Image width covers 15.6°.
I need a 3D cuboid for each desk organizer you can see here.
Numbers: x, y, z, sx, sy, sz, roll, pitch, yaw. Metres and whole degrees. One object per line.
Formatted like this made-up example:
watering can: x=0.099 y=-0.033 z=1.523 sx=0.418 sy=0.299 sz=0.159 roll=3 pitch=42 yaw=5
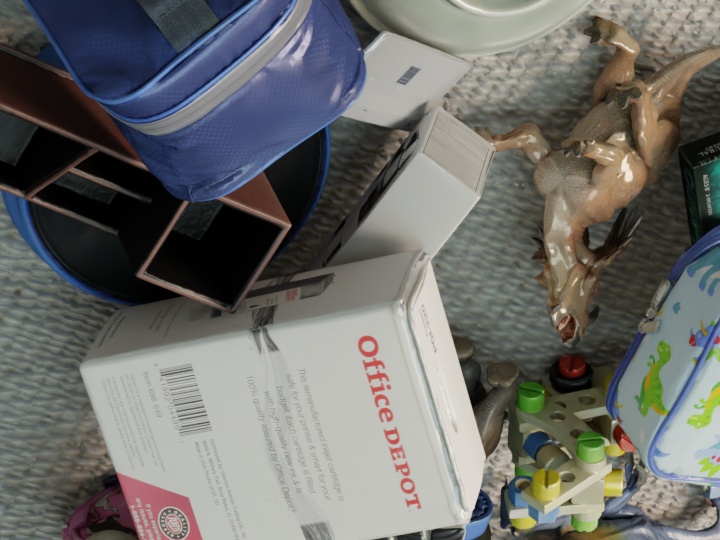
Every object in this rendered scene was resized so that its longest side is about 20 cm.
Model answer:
desk organizer: x=-0.142 y=-0.052 z=1.454 sx=0.199 sy=0.077 sz=0.072 roll=22 pitch=112 yaw=-31

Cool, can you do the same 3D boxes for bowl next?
bowl: x=-0.111 y=-0.067 z=1.530 sx=0.200 sy=0.039 sz=0.201 roll=-10 pitch=125 yaw=-15

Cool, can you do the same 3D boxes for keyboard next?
keyboard: x=0.021 y=-0.106 z=1.492 sx=0.056 sy=0.011 sz=0.200 roll=-50 pitch=168 yaw=10

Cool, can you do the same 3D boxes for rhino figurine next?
rhino figurine: x=0.002 y=0.103 z=1.676 sx=0.199 sy=0.060 sz=0.088 roll=-11 pitch=135 yaw=-10

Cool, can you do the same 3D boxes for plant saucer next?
plant saucer: x=0.080 y=-0.202 z=1.505 sx=0.199 sy=0.050 sz=0.201 roll=-10 pitch=126 yaw=-14

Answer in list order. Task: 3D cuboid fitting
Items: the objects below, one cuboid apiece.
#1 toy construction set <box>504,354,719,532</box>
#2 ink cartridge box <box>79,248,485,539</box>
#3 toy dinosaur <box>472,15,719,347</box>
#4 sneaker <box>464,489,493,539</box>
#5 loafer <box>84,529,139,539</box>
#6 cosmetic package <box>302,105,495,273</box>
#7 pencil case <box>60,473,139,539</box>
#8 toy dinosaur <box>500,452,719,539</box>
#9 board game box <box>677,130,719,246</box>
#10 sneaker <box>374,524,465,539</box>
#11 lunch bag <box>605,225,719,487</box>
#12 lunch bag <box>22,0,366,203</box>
toy construction set: x=0.178 y=0.111 z=1.704 sx=0.199 sy=0.131 sz=0.092 roll=1 pitch=123 yaw=-22
ink cartridge box: x=-0.041 y=0.082 z=1.523 sx=0.199 sy=0.085 sz=0.146 roll=-10 pitch=111 yaw=17
toy dinosaur: x=0.155 y=-0.066 z=1.611 sx=0.200 sy=0.086 sz=0.136 roll=-45 pitch=133 yaw=-2
sneaker: x=-0.007 y=0.195 z=1.729 sx=0.199 sy=0.070 sz=0.078 roll=-6 pitch=124 yaw=-16
loafer: x=-0.099 y=0.224 z=1.612 sx=0.200 sy=0.068 sz=0.076 roll=27 pitch=103 yaw=-40
cosmetic package: x=0.000 y=0.000 z=1.573 sx=0.051 sy=0.083 sz=0.200 roll=36 pitch=114 yaw=-5
pencil case: x=-0.134 y=0.227 z=1.694 sx=0.083 sy=0.086 sz=0.201 roll=-30 pitch=131 yaw=-27
toy dinosaur: x=0.172 y=0.177 z=1.807 sx=0.181 sy=0.106 sz=0.200 roll=4 pitch=159 yaw=-38
board game box: x=0.274 y=-0.019 z=1.643 sx=0.135 sy=0.028 sz=0.201 roll=-21 pitch=132 yaw=-7
sneaker: x=0.034 y=0.166 z=1.656 sx=0.077 sy=0.080 sz=0.201 roll=12 pitch=113 yaw=11
lunch bag: x=0.260 y=0.063 z=1.627 sx=0.199 sy=0.083 sz=0.161 roll=8 pitch=121 yaw=-30
lunch bag: x=-0.103 y=-0.154 z=1.380 sx=0.136 sy=0.200 sz=0.132 roll=-37 pitch=145 yaw=0
